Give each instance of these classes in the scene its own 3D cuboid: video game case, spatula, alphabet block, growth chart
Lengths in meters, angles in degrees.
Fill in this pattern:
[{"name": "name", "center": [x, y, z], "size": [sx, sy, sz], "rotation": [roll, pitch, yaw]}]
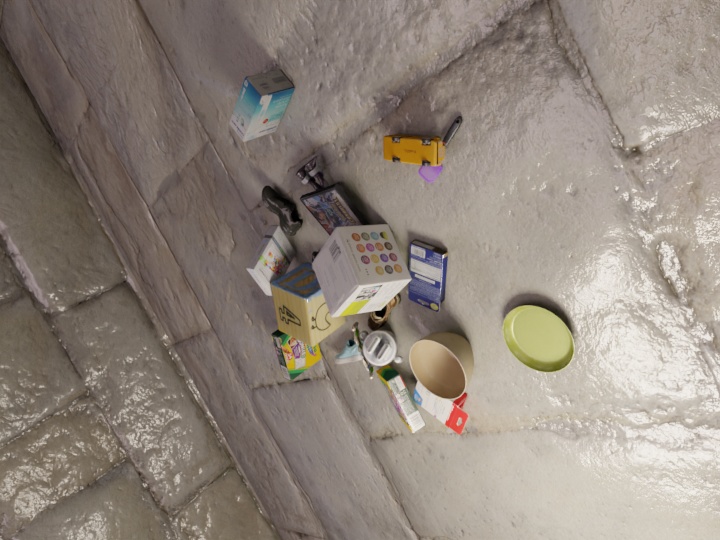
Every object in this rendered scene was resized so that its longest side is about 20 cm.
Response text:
[{"name": "video game case", "center": [-0.077, -0.178, 1.665], "size": [0.179, 0.026, 0.200], "rotation": [-7, 132, 47]}, {"name": "spatula", "center": [0.213, -0.314, 1.354], "size": [0.057, 0.020, 0.201], "rotation": [48, 138, 18]}, {"name": "alphabet block", "center": [-0.187, 0.119, 1.891], "size": [0.195, 0.194, 0.203], "rotation": [20, 128, 37]}, {"name": "growth chart", "center": [0.008, 0.270, 1.769], "size": [0.017, 0.145, 0.203], "rotation": [-18, 100, 6]}]

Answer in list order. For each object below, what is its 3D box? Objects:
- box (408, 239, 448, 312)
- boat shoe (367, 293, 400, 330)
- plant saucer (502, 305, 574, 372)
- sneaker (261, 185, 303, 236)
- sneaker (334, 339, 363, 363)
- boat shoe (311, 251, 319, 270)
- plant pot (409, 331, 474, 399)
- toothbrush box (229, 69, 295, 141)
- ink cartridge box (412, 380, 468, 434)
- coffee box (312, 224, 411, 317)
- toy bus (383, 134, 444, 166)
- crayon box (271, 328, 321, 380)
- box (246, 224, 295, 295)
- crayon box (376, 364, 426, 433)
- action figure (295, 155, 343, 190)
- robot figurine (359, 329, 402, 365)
[{"name": "box", "center": [0.200, 0.018, 1.564], "size": [0.120, 0.032, 0.203], "rotation": [23, 127, 34]}, {"name": "boat shoe", "center": [0.063, 0.136, 1.741], "size": [0.076, 0.074, 0.201], "rotation": [43, 137, 16]}, {"name": "plant saucer", "center": [0.477, 0.178, 1.390], "size": [0.198, 0.031, 0.203], "rotation": [25, 129, 34]}, {"name": "sneaker", "center": [-0.274, -0.226, 1.865], "size": [0.090, 0.076, 0.201], "rotation": [-34, 96, 40]}, {"name": "sneaker", "center": [-0.036, 0.302, 1.960], "size": [0.199, 0.073, 0.083], "rotation": [-22, 75, 49]}, {"name": "boat shoe", "center": [-0.098, -0.013, 1.818], "size": [0.199, 0.071, 0.069], "rotation": [29, 134, 39]}, {"name": "plant pot", "center": [0.264, 0.266, 1.576], "size": [0.198, 0.134, 0.203], "rotation": [23, 129, 32]}, {"name": "toothbrush box", "center": [-0.315, -0.523, 1.653], "size": [0.086, 0.146, 0.200], "rotation": [51, 138, 7]}, {"name": "ink cartridge box", "center": [0.276, 0.431, 1.717], "size": [0.199, 0.067, 0.118], "rotation": [33, 134, 26]}, {"name": "coffee box", "center": [0.000, 0.000, 1.586], "size": [0.200, 0.195, 0.202], "rotation": [-50, 55, 48]}, {"name": "toy bus", "center": [0.141, -0.316, 1.358], "size": [0.198, 0.078, 0.066], "rotation": [19, 118, 45]}, {"name": "crayon box", "center": [-0.251, 0.303, 2.069], "size": [0.058, 0.172, 0.203], "rotation": [12, 123, 43]}, {"name": "box", "center": [-0.319, -0.037, 1.881], "size": [0.041, 0.202, 0.157], "rotation": [6, 145, 29]}, {"name": "crayon box", "center": [0.138, 0.441, 1.810], "size": [0.202, 0.058, 0.172], "rotation": [63, 172, -6]}, {"name": "action figure", "center": [-0.115, -0.261, 1.679], "size": [0.129, 0.070, 0.201], "rotation": [-23, 112, 42]}, {"name": "robot figurine", "center": [0.070, 0.257, 1.743], "size": [0.169, 0.114, 0.200], "rotation": [37, -179, 9]}]
